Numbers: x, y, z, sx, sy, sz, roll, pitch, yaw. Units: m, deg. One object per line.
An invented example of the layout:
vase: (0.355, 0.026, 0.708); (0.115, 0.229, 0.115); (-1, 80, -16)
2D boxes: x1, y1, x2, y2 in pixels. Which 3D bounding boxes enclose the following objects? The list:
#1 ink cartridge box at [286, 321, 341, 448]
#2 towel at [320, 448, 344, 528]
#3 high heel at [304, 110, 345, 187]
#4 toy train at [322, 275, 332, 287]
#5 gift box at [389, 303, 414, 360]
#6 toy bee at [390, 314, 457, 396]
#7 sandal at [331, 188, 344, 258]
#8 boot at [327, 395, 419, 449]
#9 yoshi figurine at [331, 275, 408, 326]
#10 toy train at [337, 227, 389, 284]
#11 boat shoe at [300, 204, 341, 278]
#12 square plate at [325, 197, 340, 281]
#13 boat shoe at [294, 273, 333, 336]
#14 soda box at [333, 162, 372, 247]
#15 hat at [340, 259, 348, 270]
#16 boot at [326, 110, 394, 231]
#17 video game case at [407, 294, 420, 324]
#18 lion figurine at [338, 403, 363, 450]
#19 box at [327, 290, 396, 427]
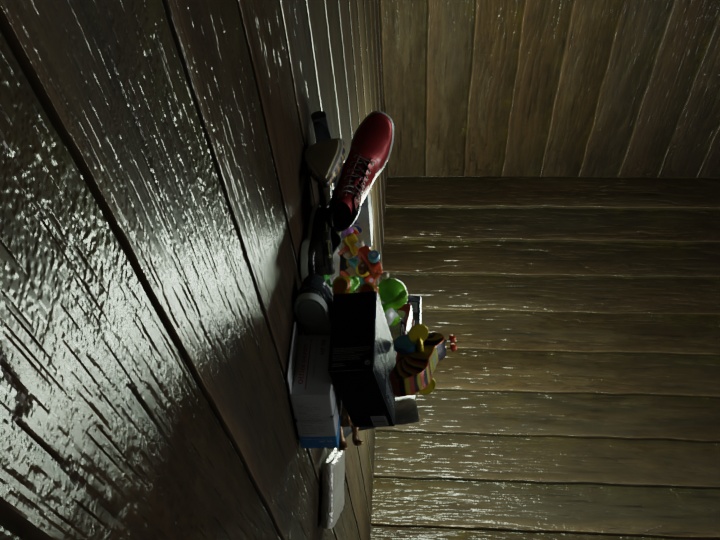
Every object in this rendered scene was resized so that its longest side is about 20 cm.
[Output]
ink cartridge box: (-0.070, 0.186, 1.304); (0.201, 0.066, 0.117); (85, 7, -48)
towel: (-0.059, 0.454, 1.706); (0.200, 0.034, 0.135); (35, 55, -83)
high heel: (-0.053, -0.168, 1.410); (0.201, 0.070, 0.144); (-97, 177, -48)
toy train: (-0.072, 0.073, 1.456); (0.202, 0.041, 0.057); (86, 17, -45)
gift box: (0.030, 0.163, 1.682); (0.187, 0.197, 0.187); (76, 31, -72)
toy bee: (0.111, 0.136, 1.393); (0.132, 0.107, 0.202); (72, 17, -46)
sandal: (-0.030, -0.118, 1.759); (0.045, 0.074, 0.203); (73, 26, -70)
boot: (0.027, 0.322, 1.729); (0.182, 0.197, 0.074); (-75, 165, -72)
yoshi figurine: (0.028, 0.046, 1.492); (0.200, 0.111, 0.114); (30, 34, -63)
toy train: (0.000, 0.000, 1.630); (0.151, 0.055, 0.201); (54, -13, 26)
boat shoe: (-0.063, -0.050, 1.399); (0.202, 0.060, 0.073); (-82, 172, -56)
square plate: (-0.063, -0.041, 1.603); (0.198, 0.028, 0.203); (-70, 160, -75)
boat shoe: (-0.063, 0.089, 1.337); (0.201, 0.074, 0.061); (87, 12, -48)
soda box: (-0.013, -0.129, 1.627); (0.201, 0.067, 0.064); (83, 8, -56)
hat: (-0.017, -0.020, 1.860); (0.201, 0.080, 0.204); (0, 90, -85)
boot: (0.001, -0.166, 1.361); (0.144, 0.072, 0.202); (-77, -169, -72)
video game case: (0.037, 0.099, 1.807); (0.144, 0.197, 0.019); (86, 14, -48)
lion figurine: (-0.043, 0.260, 1.489); (0.199, 0.072, 0.124); (-15, -96, 58)
box: (0.007, 0.148, 1.315); (0.201, 0.078, 0.143); (72, 20, -52)
